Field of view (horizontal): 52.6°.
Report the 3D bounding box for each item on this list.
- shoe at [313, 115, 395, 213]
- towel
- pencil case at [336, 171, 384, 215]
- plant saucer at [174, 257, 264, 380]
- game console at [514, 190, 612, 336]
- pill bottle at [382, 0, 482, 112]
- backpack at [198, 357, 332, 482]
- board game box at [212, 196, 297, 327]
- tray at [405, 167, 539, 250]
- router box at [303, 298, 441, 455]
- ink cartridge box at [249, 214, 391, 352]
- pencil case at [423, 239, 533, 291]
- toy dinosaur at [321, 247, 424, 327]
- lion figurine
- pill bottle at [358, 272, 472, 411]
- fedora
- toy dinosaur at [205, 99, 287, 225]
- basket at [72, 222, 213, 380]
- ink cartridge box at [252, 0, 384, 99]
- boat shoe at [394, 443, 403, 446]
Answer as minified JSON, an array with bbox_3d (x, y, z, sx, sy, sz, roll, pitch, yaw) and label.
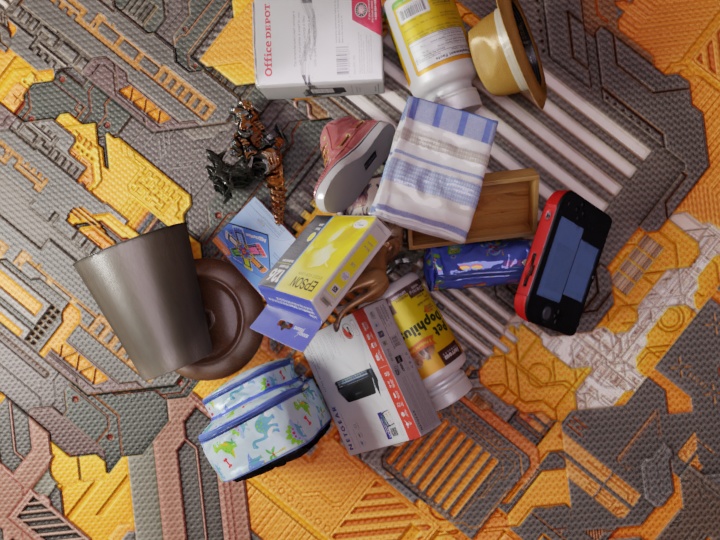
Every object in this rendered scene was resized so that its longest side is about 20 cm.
[{"bbox_3d":[-0.032,-0.165,1.114,0.091,0.072,0.200,18,53,29],"label":"shoe"},{"bbox_3d":[0.109,-0.148,1.057,0.146,0.024,0.201,17,78,2],"label":"towel"},{"bbox_3d":[0.053,-0.114,1.144,0.199,0.078,0.090,-15,60,2],"label":"pencil case"},{"bbox_3d":[-0.254,0.080,1.179,0.199,0.037,0.202,0,90,3],"label":"plant saucer"},{"bbox_3d":[0.311,-0.008,1.101,0.176,0.031,0.201,19,90,-42],"label":"game console"},{"bbox_3d":[0.116,-0.333,1.128,0.110,0.111,0.201,-20,89,2],"label":"pill bottle"},{"bbox_3d":[-0.151,0.223,1.090,0.182,0.200,0.148,-28,88,3],"label":"backpack"},{"bbox_3d":[-0.138,-0.016,1.153,0.103,0.019,0.200,-45,70,0],"label":"board game box"},{"bbox_3d":[0.167,-0.093,1.104,0.199,0.037,0.099,-6,121,-2],"label":"tray"},{"bbox_3d":[0.010,0.166,1.097,0.049,0.179,0.201,-20,83,-41],"label":"router box"},{"bbox_3d":[-0.072,0.007,1.024,0.047,0.197,0.200,47,73,-24],"label":"ink cartridge box"},{"bbox_3d":[0.198,-0.009,1.134,0.199,0.087,0.079,-3,107,4],"label":"pencil case"},{"bbox_3d":[0.000,0.000,1.142,0.199,0.048,0.088,-34,50,-2],"label":"toy dinosaur"},{"bbox_3d":[0.012,0.000,1.050,0.122,0.201,0.073,-21,129,16],"label":"lion figurine"},{"bbox_3d":[0.088,0.112,1.125,0.109,0.109,0.201,-31,88,2],"label":"pill bottle"},{"bbox_3d":[0.217,-0.326,1.097,0.081,0.200,0.202,-17,88,24],"label":"fedora"},{"bbox_3d":[-0.170,-0.171,1.152,0.135,0.102,0.201,-22,62,-16],"label":"toy dinosaur"},{"bbox_3d":[-0.312,0.053,1.102,0.179,0.136,0.201,-20,92,-3],"label":"basket"},{"bbox_3d":[-0.064,-0.354,1.151,0.199,0.083,0.146,-2,89,3],"label":"ink cartridge box"},{"bbox_3d":[0.033,0.178,1.162,0.062,0.073,0.201,-21,79,-41],"label":"boat shoe"}]
